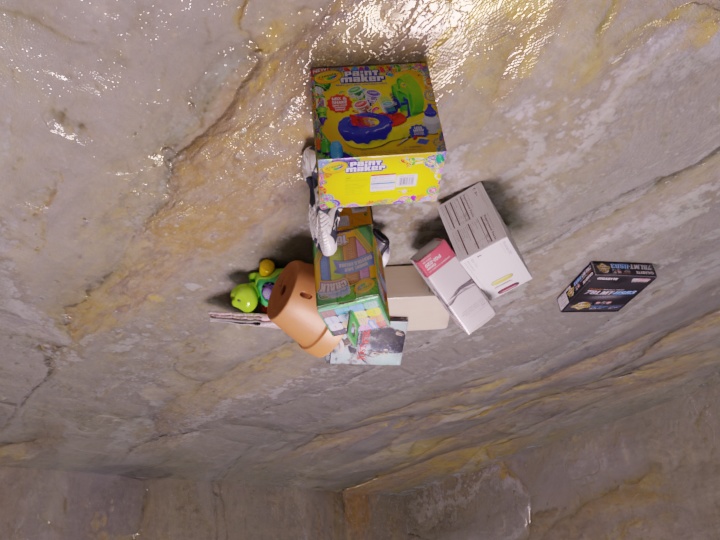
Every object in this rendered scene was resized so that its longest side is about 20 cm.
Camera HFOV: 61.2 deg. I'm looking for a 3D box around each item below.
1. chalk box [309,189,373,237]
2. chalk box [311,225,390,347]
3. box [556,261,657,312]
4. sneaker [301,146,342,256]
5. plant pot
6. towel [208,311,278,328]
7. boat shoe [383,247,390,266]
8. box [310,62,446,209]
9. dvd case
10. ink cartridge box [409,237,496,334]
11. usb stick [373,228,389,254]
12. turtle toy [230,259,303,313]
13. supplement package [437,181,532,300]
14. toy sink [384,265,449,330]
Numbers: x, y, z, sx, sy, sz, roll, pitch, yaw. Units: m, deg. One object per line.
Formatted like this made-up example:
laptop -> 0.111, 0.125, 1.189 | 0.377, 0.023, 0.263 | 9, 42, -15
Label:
chalk box -> -0.037, -0.077, 1.275 | 0.121, 0.127, 0.202 | -5, 147, -3
chalk box -> -0.015, 0.041, 1.157 | 0.121, 0.204, 0.125 | -12, 149, 7
box -> 0.683, 0.050, 1.700 | 0.195, 0.051, 0.200 | 1, 148, -15
sneaker -> -0.033, -0.134, 1.139 | 0.127, 0.204, 0.079 | -8, 170, -20
plant pot -> -0.115, 0.071, 1.341 | 0.138, 0.203, 0.200 | 25, 137, -25
towel -> -0.256, 0.128, 1.549 | 0.197, 0.033, 0.190 | 1, 173, 35
boat shoe -> 0.000, 0.000, 1.468 | 0.064, 0.075, 0.201 | 16, 131, -21
box -> 0.022, -0.220, 0.992 | 0.195, 0.196, 0.123 | -5, 149, -5
dvd case -> 0.014, 0.175, 1.519 | 0.195, 0.022, 0.148 | 4, 124, -7
ink cartridge box -> 0.206, 0.032, 1.378 | 0.084, 0.201, 0.146 | -38, -176, 1
usb stick -> 0.002, -0.011, 1.393 | 0.055, 0.033, 0.201 | 37, 124, 6
turtle toy -> -0.213, 0.052, 1.466 | 0.195, 0.103, 0.147 | 0, 148, -12
supplement package -> 0.272, -0.059, 1.322 | 0.110, 0.158, 0.200 | -29, 143, 16
toy sink -> 0.120, 0.067, 1.532 | 0.195, 0.114, 0.132 | -3, 137, -1
